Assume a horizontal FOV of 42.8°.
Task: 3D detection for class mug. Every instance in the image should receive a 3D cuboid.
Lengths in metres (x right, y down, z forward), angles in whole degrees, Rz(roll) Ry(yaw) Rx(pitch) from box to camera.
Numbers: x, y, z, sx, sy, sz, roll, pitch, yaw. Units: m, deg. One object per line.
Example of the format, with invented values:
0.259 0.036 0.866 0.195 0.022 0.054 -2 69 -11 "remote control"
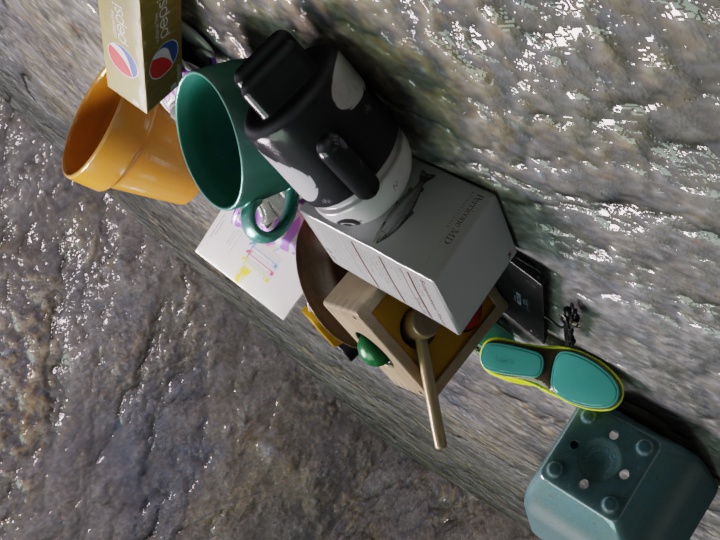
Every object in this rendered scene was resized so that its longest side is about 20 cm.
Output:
-0.123 -0.144 1.035 0.151 0.113 0.189 32 134 44 "mug"

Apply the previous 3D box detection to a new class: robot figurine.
-0.036 -0.134 0.900 0.123 0.152 0.200 -17 131 37 "robot figurine"

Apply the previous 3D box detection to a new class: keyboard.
0.212 0.042 1.089 0.127 0.021 0.201 40 170 23 "keyboard"

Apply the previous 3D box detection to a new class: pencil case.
-0.084 -0.064 1.291 0.196 0.087 0.084 23 -150 -8 "pencil case"

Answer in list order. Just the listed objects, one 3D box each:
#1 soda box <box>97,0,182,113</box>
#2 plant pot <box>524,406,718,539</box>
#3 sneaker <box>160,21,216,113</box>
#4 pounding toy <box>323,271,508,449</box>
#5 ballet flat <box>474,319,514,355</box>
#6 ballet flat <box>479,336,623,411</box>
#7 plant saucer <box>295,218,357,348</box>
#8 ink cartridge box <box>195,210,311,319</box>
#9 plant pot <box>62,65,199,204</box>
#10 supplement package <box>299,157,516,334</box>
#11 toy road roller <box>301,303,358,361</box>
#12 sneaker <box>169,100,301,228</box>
-0.240 -0.270 1.004 0.063 0.068 0.201 34 150 11 "soda box"
0.327 0.279 1.200 0.194 0.198 0.201 27 164 37 "plant pot"
-0.212 -0.240 1.156 0.113 0.073 0.201 24 162 36 "sneaker"
0.072 0.069 1.116 0.185 0.201 0.141 48 164 -22 "pounding toy"
0.127 0.055 1.267 0.200 0.075 0.074 43 167 -14 "ballet flat"
0.250 0.128 1.188 0.197 0.068 0.067 15 -177 30 "ballet flat"
0.000 0.000 1.209 0.036 0.203 0.200 -25 122 40 "plant saucer"
-0.128 -0.035 1.423 0.199 0.126 0.129 37 -157 -3 "ink cartridge box"
-0.325 -0.195 1.401 0.181 0.204 0.199 27 175 -34 "plant pot"
0.052 -0.043 1.004 0.198 0.118 0.118 28 163 34 "supplement package"
-0.041 0.051 1.611 0.146 0.123 0.201 42 173 34 "toy road roller"
-0.164 -0.133 1.140 0.199 0.082 0.075 40 -172 -8 "sneaker"
